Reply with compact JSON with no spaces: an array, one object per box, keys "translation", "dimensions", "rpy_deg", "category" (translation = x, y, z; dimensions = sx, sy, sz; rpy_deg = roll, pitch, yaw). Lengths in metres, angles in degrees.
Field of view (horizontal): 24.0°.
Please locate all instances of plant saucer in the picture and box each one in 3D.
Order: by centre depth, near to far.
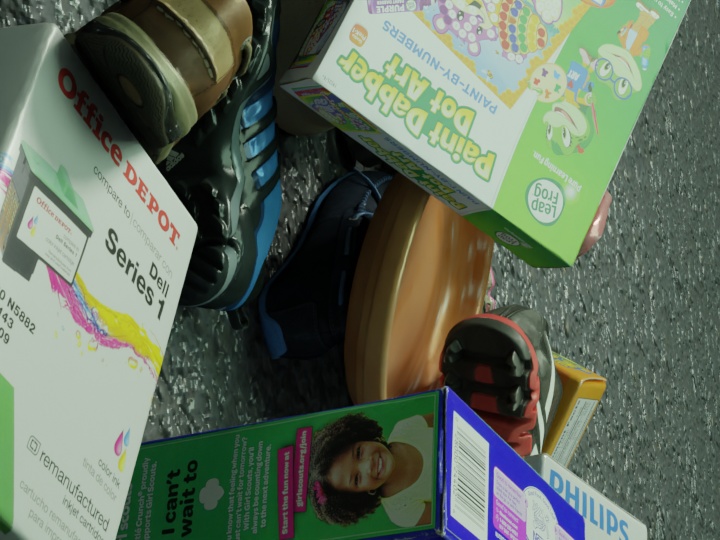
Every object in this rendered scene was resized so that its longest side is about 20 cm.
[{"translation":[0.036,0.013,1.045],"dimensions":[0.200,0.037,0.202],"rpy_deg":[14,90,-71],"category":"plant saucer"}]

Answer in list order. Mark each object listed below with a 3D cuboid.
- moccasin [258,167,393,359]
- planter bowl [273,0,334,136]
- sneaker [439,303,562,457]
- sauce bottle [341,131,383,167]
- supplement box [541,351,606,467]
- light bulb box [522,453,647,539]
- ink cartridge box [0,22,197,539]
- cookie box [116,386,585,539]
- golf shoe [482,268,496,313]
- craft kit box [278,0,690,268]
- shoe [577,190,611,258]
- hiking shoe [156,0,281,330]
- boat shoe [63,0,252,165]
[{"translation":[0.000,0.000,1.087],"dimensions":[0.200,0.068,0.081],"rpy_deg":[-63,141,-51],"category":"moccasin"},{"translation":[0.008,-0.193,1.061],"dimensions":[0.200,0.134,0.202],"rpy_deg":[-7,90,-66],"category":"planter bowl"},{"translation":[0.090,0.110,1.099],"dimensions":[0.098,0.070,0.202],"rpy_deg":[-40,138,-57],"category":"sneaker"},{"translation":[0.078,-0.129,1.133],"dimensions":[0.065,0.199,0.065],"rpy_deg":[48,26,-32],"category":"sauce bottle"},{"translation":[0.094,0.150,1.170],"dimensions":[0.201,0.066,0.069],"rpy_deg":[-65,156,3],"category":"supplement box"},{"translation":[0.048,0.229,0.963],"dimensions":[0.125,0.197,0.201],"rpy_deg":[37,49,-42],"category":"light bulb box"},{"translation":[-0.151,0.019,0.705],"dimensions":[0.145,0.083,0.201],"rpy_deg":[59,33,-46],"category":"ink cartridge box"},{"translation":[-0.010,0.139,0.844],"dimensions":[0.171,0.199,0.076],"rpy_deg":[44,41,-48],"category":"cookie box"},{"translation":[0.066,0.076,1.234],"dimensions":[0.092,0.072,0.202],"rpy_deg":[-6,80,-61],"category":"golf shoe"},{"translation":[0.079,-0.135,0.962],"dimensions":[0.199,0.048,0.199],"rpy_deg":[33,77,-26],"category":"craft kit box"},{"translation":[0.117,-0.081,1.185],"dimensions":[0.091,0.071,0.200],"rpy_deg":[53,11,-24],"category":"shoe"},{"translation":[-0.078,-0.074,0.933],"dimensions":[0.087,0.074,0.202],"rpy_deg":[33,64,-68],"category":"hiking shoe"},{"translation":[-0.088,-0.098,0.777],"dimensions":[0.076,0.074,0.200],"rpy_deg":[51,-8,-14],"category":"boat shoe"}]
